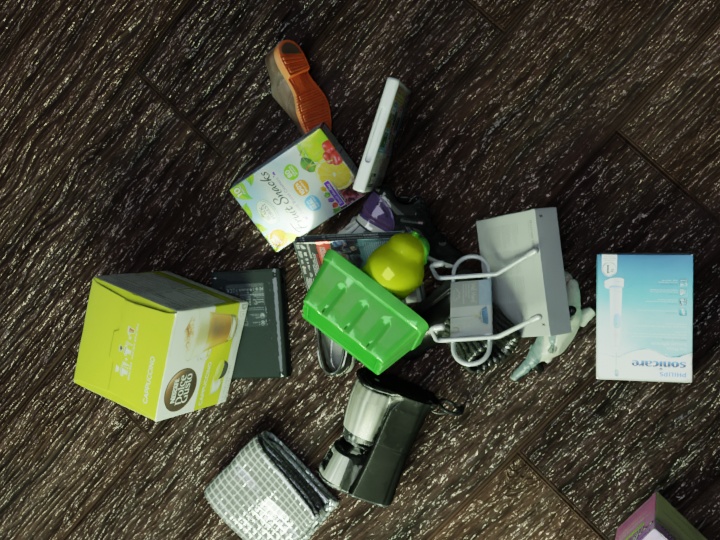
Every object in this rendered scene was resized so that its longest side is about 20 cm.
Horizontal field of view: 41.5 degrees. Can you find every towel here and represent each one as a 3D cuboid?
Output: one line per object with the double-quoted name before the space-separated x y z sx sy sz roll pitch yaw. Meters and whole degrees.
"towel" -0.165 0.414 1.716 0.200 0.086 0.166 45 105 11

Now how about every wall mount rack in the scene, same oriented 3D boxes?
"wall mount rack" 0.195 0.043 1.474 0.174 0.075 0.200 -6 59 15

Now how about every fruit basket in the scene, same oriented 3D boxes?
"fruit basket" 0.030 0.032 1.513 0.215 0.156 0.216 1 71 -4

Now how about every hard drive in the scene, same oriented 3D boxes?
"hard drive" -0.202 0.099 1.742 0.139 0.033 0.200 -3 91 18

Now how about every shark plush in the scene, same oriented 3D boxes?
"shark plush" 0.313 0.100 1.578 0.083 0.091 0.200 42 126 32

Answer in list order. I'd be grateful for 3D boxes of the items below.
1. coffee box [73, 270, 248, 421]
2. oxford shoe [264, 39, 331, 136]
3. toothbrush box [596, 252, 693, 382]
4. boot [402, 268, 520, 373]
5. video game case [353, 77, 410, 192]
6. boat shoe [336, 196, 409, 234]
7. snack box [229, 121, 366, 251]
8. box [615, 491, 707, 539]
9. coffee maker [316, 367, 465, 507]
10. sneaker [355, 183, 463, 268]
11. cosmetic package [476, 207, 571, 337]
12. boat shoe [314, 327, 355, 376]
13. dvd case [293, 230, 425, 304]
"coffee box" -0.353 0.126 1.683 0.200 0.198 0.200 19 102 27
"oxford shoe" -0.111 -0.304 1.690 0.073 0.071 0.200 -16 95 50
"toothbrush box" 0.448 0.071 1.501 0.146 0.085 0.200 -1 92 17
"boot" 0.150 0.116 1.564 0.211 0.079 0.158 -47 52 24
"video game case" 0.038 -0.219 1.563 0.024 0.200 0.182 18 98 6
"boat shoe" 0.005 -0.069 1.648 0.200 0.074 0.065 -35 46 0
"snack box" -0.106 -0.144 1.666 0.200 0.053 0.142 -31 105 17
"box" 0.482 0.456 1.446 0.176 0.200 0.097 44 104 11
"coffee maker" 0.047 0.292 1.616 0.192 0.135 0.200 23 100 15
"sneaker" 0.099 -0.074 1.578 0.200 0.076 0.088 25 104 -18
"cosmetic package" 0.261 0.007 1.532 0.151 0.052 0.200 -8 88 62
"boat shoe" -0.047 0.087 1.676 0.074 0.060 0.200 1 92 20
"dvd case" 0.000 0.000 1.587 0.200 0.022 0.146 -2 128 16
